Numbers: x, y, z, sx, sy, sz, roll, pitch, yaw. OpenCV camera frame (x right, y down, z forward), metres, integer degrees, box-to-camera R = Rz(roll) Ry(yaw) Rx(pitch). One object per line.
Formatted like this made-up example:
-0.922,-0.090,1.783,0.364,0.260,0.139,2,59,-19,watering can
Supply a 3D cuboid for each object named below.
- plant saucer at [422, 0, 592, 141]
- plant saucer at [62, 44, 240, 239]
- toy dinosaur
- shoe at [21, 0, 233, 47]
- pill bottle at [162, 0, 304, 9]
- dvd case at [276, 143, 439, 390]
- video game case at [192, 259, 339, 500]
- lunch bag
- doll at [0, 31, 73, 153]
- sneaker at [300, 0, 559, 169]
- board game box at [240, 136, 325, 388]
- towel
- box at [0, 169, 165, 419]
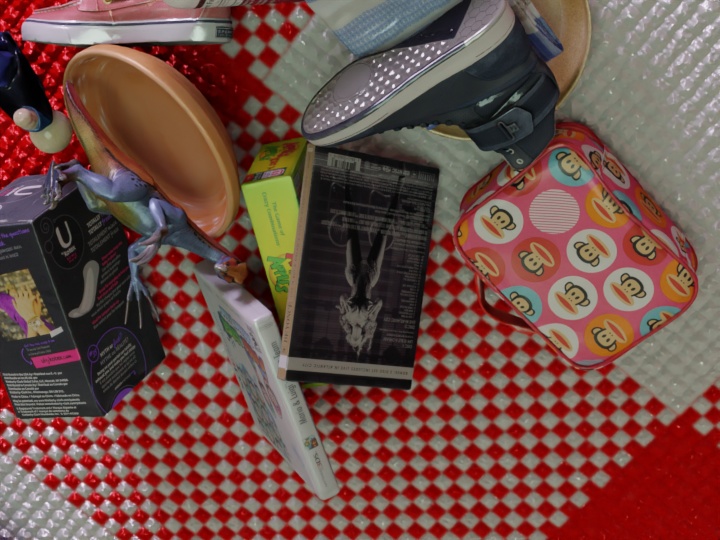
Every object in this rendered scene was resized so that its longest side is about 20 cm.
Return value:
0.097,-0.209,1.398,0.199,0.035,0.201,4,115,8,plant saucer
-0.178,-0.116,1.446,0.200,0.037,0.201,30,146,23,plant saucer
-0.177,-0.055,1.412,0.181,0.105,0.201,12,80,-19,toy dinosaur
-0.203,-0.241,1.426,0.199,0.071,0.092,1,95,21,shoe
-0.105,-0.269,1.322,0.199,0.113,0.114,-6,117,-20,pill bottle
0.000,0.000,1.427,0.016,0.148,0.201,6,89,48,dvd case
-0.088,0.095,1.495,0.024,0.200,0.183,-25,111,-14,video game case
0.181,-0.011,1.450,0.176,0.082,0.200,-38,104,24,lunch bag
-0.307,-0.173,1.439,0.048,0.137,0.200,-28,139,-4,doll
0.065,-0.124,1.348,0.202,0.077,0.146,-26,133,20,sneaker
-0.051,-0.007,1.483,0.047,0.102,0.201,-10,112,12,board game box
0.058,-0.204,1.331,0.146,0.024,0.200,-29,132,21,towel
-0.278,0.023,1.518,0.106,0.122,0.201,-3,114,28,box
